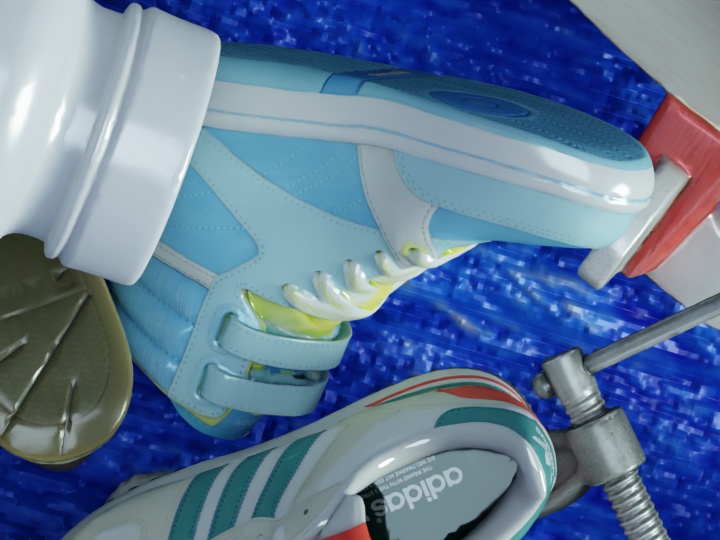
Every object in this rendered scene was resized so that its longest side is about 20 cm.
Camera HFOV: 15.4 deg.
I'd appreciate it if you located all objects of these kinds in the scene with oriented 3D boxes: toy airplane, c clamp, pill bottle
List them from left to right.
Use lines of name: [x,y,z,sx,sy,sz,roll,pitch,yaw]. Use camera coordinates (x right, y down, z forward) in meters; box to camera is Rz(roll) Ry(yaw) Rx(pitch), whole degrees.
pill bottle: [-0.148,-0.066,0.790,0.199,0.111,0.112,20,91,-11]
c clamp: [0.087,0.122,0.891,0.170,0.027,0.201,-19,94,29]
toy airplane: [0.133,-0.074,0.866,0.199,0.141,0.200,-6,88,5]

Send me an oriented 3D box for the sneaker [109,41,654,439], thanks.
sneaker: [0.000,0.000,0.864,0.199,0.079,0.131,13,101,34]

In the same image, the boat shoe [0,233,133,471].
boat shoe: [-0.128,-0.027,0.880,0.071,0.066,0.202,-15,76,-17]

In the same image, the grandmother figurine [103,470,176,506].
grandmother figurine: [-0.073,0.167,0.904,0.121,0.061,0.201,4,96,-24]

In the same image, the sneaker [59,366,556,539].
sneaker: [-0.027,0.092,0.832,0.199,0.093,0.071,-26,95,-5]
